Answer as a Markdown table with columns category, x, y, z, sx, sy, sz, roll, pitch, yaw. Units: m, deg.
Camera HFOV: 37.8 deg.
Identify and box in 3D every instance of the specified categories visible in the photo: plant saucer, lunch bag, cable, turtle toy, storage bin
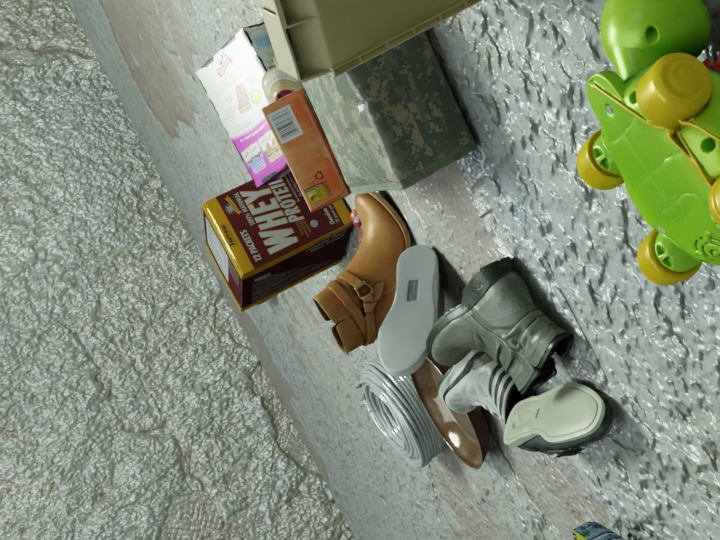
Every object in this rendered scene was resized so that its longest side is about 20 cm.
| category | x | y | z | sx | sy | sz | roll | pitch | yaw |
| --- | --- | --- | --- | --- | --- | --- | --- | --- | --- |
| plant saucer | 0.136 | 0.197 | 1.555 | 0.201 | 0.037 | 0.201 | 55 | 165 | 23 |
| lunch bag | 0.014 | -0.174 | 1.132 | 0.164 | 0.117 | 0.200 | 64 | 161 | -12 |
| cable | 0.071 | 0.240 | 1.795 | 0.200 | 0.069 | 0.200 | 57 | 164 | 14 |
| turtle toy | 0.206 | -0.090 | 0.654 | 0.200 | 0.101 | 0.146 | 60 | 165 | 9 |
| storage bin | -0.009 | -0.284 | 0.852 | 0.094 | 0.198 | 0.200 | 38 | 152 | 49 |

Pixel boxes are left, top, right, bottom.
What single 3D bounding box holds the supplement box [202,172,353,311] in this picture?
| category | x | y | z | sx | sy | sz | roll | pitch | yaw |
| --- | --- | --- | --- | --- | --- | --- | --- | --- | --- |
| supplement box | -0.135 | -0.059 | 1.691 | 0.133 | 0.197 | 0.200 | 60 | 166 | 13 |

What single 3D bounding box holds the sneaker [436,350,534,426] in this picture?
| category | x | y | z | sx | sy | sz | roll | pitch | yaw |
| --- | --- | --- | --- | --- | --- | --- | --- | --- | --- |
| sneaker | 0.160 | 0.166 | 1.332 | 0.116 | 0.076 | 0.201 | 58 | 163 | 22 |

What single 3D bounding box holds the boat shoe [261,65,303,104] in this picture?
| category | x | y | z | sx | sy | sz | roll | pitch | yaw |
| --- | --- | --- | --- | --- | --- | --- | --- | --- | --- |
| boat shoe | -0.072 | -0.183 | 1.433 | 0.200 | 0.074 | 0.069 | 55 | -170 | -33 |

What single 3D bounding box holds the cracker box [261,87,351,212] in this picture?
| category | x | y | z | sx | sy | sz | roll | pitch | yaw |
| --- | --- | --- | --- | --- | --- | --- | --- | --- | --- |
| cracker box | -0.043 | -0.161 | 1.290 | 0.134 | 0.058 | 0.200 | 64 | -162 | -9 |

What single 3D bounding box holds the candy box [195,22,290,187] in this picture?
| category | x | y | z | sx | sy | sz | roll | pitch | yaw |
| --- | --- | --- | --- | --- | --- | --- | --- | --- | --- |
| candy box | -0.144 | -0.243 | 1.551 | 0.136 | 0.061 | 0.200 | -29 | 90 | 45 |

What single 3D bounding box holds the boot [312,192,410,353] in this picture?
| category | x | y | z | sx | sy | sz | roll | pitch | yaw |
| --- | --- | --- | --- | --- | --- | --- | --- | --- | --- |
| boot | 0.000 | 0.000 | 1.421 | 0.200 | 0.154 | 0.074 | 62 | 166 | 1 |

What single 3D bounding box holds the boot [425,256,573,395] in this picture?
| category | x | y | z | sx | sy | sz | roll | pitch | yaw |
| --- | --- | --- | --- | --- | --- | --- | --- | --- | --- |
| boot | 0.150 | 0.088 | 1.171 | 0.131 | 0.068 | 0.200 | 57 | 147 | 21 |

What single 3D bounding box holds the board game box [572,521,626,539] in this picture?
| category | x | y | z | sx | sy | sz | roll | pitch | yaw |
| --- | --- | --- | --- | --- | --- | --- | --- | --- | --- |
| board game box | 0.339 | 0.386 | 1.153 | 0.200 | 0.062 | 0.200 | 66 | 164 | -16 |

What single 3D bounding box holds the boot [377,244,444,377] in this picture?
| category | x | y | z | sx | sy | sz | roll | pitch | yaw |
| --- | --- | --- | --- | --- | --- | --- | --- | --- | --- |
| boot | 0.075 | 0.070 | 1.329 | 0.096 | 0.073 | 0.200 | 67 | -151 | -44 |

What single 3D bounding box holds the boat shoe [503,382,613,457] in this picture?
| category | x | y | z | sx | sy | sz | roll | pitch | yaw |
| --- | --- | --- | --- | --- | --- | --- | --- | --- | --- |
| boat shoe | 0.230 | 0.171 | 1.165 | 0.067 | 0.072 | 0.200 | 27 | 161 | -9 |

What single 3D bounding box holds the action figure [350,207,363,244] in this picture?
| category | x | y | z | sx | sy | sz | roll | pitch | yaw |
| --- | --- | --- | --- | --- | --- | --- | --- | --- | --- |
| action figure | 0.032 | -0.001 | 1.534 | 0.200 | 0.052 | 0.065 | 68 | 168 | -15 |
